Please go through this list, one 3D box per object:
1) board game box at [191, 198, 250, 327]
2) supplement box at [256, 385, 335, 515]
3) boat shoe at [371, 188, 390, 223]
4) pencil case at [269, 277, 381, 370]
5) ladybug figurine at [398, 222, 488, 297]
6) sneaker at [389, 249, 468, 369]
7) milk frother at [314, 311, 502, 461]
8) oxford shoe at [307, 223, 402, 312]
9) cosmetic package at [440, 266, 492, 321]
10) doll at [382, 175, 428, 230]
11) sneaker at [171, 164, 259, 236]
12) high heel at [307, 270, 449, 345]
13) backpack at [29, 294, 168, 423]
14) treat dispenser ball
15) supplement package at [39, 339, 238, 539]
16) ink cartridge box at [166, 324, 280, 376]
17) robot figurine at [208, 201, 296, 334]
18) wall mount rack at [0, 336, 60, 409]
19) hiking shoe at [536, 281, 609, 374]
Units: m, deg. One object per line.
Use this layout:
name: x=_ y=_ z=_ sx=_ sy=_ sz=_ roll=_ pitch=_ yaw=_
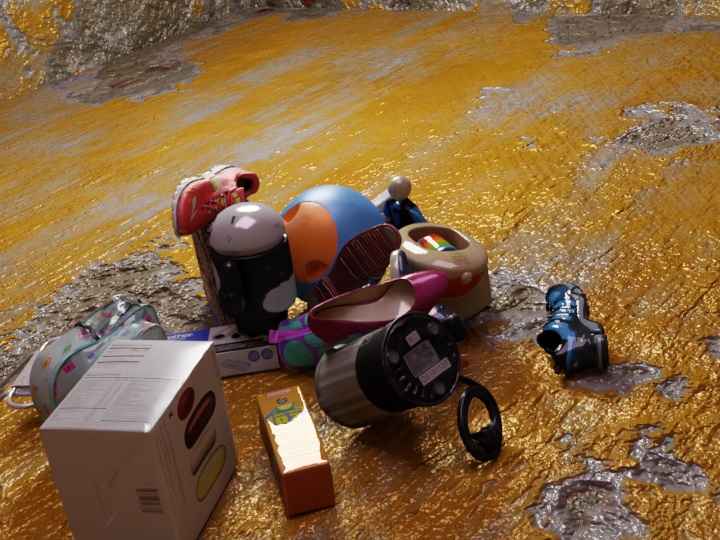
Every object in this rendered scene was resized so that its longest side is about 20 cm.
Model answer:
board game box: x=-0.217 y=-0.020 z=1.765 sx=0.095 sy=0.203 sz=0.160 roll=-16 pitch=26 yaw=-14
supplement box: x=-0.087 y=0.228 z=1.367 sx=0.066 sy=0.070 sz=0.200 roll=-12 pitch=23 yaw=-11
boat shoe: x=0.025 y=-0.074 z=1.952 sx=0.068 sy=0.074 sz=0.199 roll=30 pitch=48 yaw=25
pencil case: x=-0.036 y=0.083 z=1.548 sx=0.199 sy=0.086 sz=0.092 roll=-25 pitch=-30 yaw=39
ladybug figurine: x=0.120 y=-0.013 z=1.610 sx=0.134 sy=0.073 sz=0.200 roll=-4 pitch=22 yaw=-16
sneaker: x=0.101 y=0.059 z=1.520 sx=0.083 sy=0.203 sz=0.075 roll=-19 pitch=-10 yaw=10
milk frother: x=0.068 y=0.168 z=1.382 sx=0.178 sy=0.203 sz=0.188 roll=-11 pitch=-10 yaw=-32
oxford shoe: x=0.000 y=0.000 z=1.615 sx=0.200 sy=0.071 sz=0.074 roll=-43 pitch=-21 yaw=28
cosmetic package: x=0.105 y=0.050 z=1.663 sx=0.104 sy=0.072 sz=0.199 roll=16 pitch=35 yaw=43
doll: x=0.079 y=-0.062 z=1.752 sx=0.048 sy=0.203 sz=0.136 roll=-23 pitch=28 yaw=-29
sneaker: x=-0.222 y=-0.114 z=1.643 sx=0.084 sy=0.078 sz=0.200 roll=8 pitch=32 yaw=24
high heel: x=0.024 y=0.039 z=1.412 sx=0.197 sy=0.096 sz=0.068 roll=-19 pitch=68 yaw=3
backpack: x=-0.351 y=0.155 z=1.479 sx=0.199 sy=0.178 sz=0.153 roll=-31 pitch=30 yaw=-27
treat dispenser ball: x=-0.048 y=-0.039 z=1.749 sx=0.197 sy=0.204 sz=0.202 roll=-7 pitch=25 yaw=3
supplement package: x=-0.262 y=0.217 z=1.299 sx=0.145 sy=0.194 sz=0.201 roll=0 pitch=27 yaw=16
ink cartridge box: x=-0.224 y=0.127 z=1.646 sx=0.197 sy=0.045 sz=0.094 roll=-9 pitch=24 yaw=0
robot figurine: x=-0.165 y=-0.003 z=1.611 sx=0.123 sy=0.203 sz=0.150 roll=-17 pitch=25 yaw=-19
wall mount rack: x=-0.500 y=0.178 z=1.609 sx=0.171 sy=0.076 sz=0.201 roll=-1 pitch=26 yaw=7
hiking shoe: x=0.293 y=0.077 z=1.540 sx=0.085 sy=0.075 sz=0.201 roll=-10 pitch=25 yaw=-4
